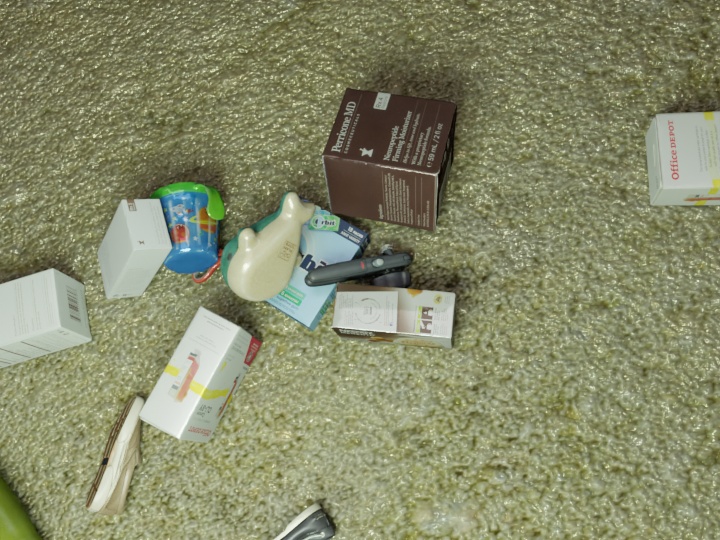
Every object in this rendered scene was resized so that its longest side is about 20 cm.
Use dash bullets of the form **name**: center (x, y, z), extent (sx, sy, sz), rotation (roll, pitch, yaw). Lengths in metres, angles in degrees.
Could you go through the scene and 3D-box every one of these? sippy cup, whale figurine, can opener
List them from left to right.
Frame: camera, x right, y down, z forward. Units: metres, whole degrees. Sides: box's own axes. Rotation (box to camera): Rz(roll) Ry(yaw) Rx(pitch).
- **sippy cup**: center (-0.313, -0.070, 1.257), extent (0.139, 0.178, 0.131), rotation (-6, 66, -10)
- **whale figurine**: center (-0.161, -0.048, 1.186), extent (0.104, 0.159, 0.201), rotation (35, 96, 36)
- **can opener**: center (0.000, 0.000, 1.205), extent (0.199, 0.063, 0.079), rotation (-5, 66, -23)

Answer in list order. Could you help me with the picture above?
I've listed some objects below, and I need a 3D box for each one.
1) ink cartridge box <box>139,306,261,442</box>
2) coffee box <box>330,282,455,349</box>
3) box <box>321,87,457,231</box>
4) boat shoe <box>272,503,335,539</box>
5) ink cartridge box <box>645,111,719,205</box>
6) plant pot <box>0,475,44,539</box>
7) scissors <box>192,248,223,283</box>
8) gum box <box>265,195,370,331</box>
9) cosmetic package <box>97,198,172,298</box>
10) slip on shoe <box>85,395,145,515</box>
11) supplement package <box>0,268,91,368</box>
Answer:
- **ink cartridge box**: center (-0.264, 0.180, 1.167), extent (0.083, 0.145, 0.201), rotation (25, 78, 13)
- **coffee box**: center (0.060, 0.079, 1.177), extent (0.198, 0.114, 0.080), rotation (5, 74, 9)
- **box**: center (0.055, -0.194, 1.220), extent (0.199, 0.165, 0.167), rotation (11, 61, 10)
- **boat shoe**: center (-0.126, 0.463, 1.106), extent (0.200, 0.073, 0.063), rotation (-41, 69, -11)
- **ink cartridge box**: center (0.608, -0.194, 1.200), extent (0.198, 0.083, 0.146), rotation (0, 72, 8)
- **plant pot**: center (-0.634, 0.439, 1.136), extent (0.193, 0.200, 0.201), rotation (40, 82, 5)
- **scissors**: center (-0.236, -0.037, 1.277), extent (0.199, 0.014, 0.074), rotation (-24, 53, 16)
- **gum box**: center (-0.105, -0.018, 1.267), extent (0.169, 0.045, 0.201), rotation (29, 80, 16)
- **cosmetic package**: center (-0.406, -0.036, 1.234), extent (0.074, 0.200, 0.102), rotation (-5, 69, -37)
- **slip on shoe**: center (-0.408, 0.320, 1.199), extent (0.060, 0.076, 0.201), rotation (26, 64, -26)
- **supplement package**: center (-0.617, 0.092, 1.266), extent (0.199, 0.117, 0.118), rotation (-16, 72, 2)
